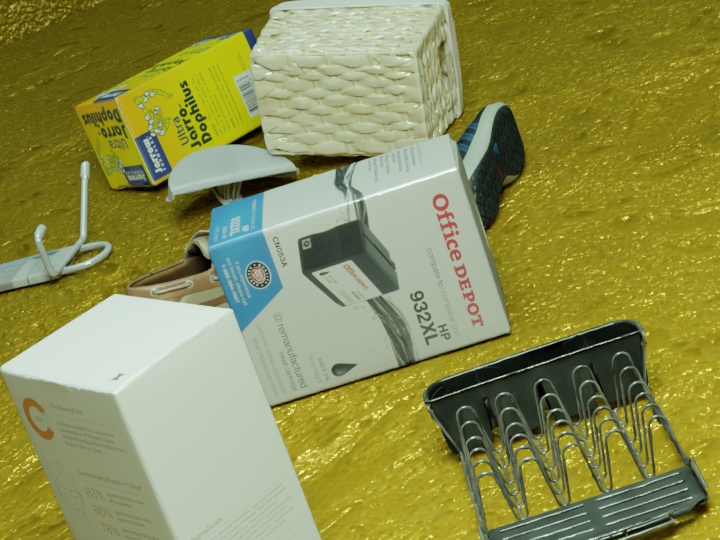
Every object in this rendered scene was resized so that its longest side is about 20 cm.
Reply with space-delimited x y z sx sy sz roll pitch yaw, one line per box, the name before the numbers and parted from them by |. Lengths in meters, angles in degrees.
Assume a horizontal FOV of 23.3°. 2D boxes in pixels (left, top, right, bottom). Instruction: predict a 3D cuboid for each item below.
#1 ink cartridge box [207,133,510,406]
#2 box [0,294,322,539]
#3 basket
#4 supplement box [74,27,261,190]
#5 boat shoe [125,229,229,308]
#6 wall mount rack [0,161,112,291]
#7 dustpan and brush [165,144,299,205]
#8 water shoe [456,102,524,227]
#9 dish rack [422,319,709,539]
ink cartridge box | 0.000 0.000 1.345 0.199 0.146 0.084 -17 22 6
box | -0.115 0.127 1.062 0.124 0.201 0.097 6 33 47
basket | -0.006 -0.197 1.814 0.199 0.136 0.124 1 33 19
supplement box | -0.205 -0.186 2.009 0.200 0.110 0.109 -33 17 -31
boat shoe | -0.123 -0.001 1.556 0.200 0.072 0.076 -33 25 -30
wall mount rack | -0.354 -0.038 1.845 0.199 0.075 0.174 -13 22 16
dustpan and brush | -0.152 -0.103 1.873 0.139 0.058 0.200 -12 26 -14
water shoe | 0.094 -0.095 1.598 0.079 0.072 0.200 -12 22 24
dish rack | 0.128 0.110 1.094 0.153 0.055 0.200 -20 21 2
